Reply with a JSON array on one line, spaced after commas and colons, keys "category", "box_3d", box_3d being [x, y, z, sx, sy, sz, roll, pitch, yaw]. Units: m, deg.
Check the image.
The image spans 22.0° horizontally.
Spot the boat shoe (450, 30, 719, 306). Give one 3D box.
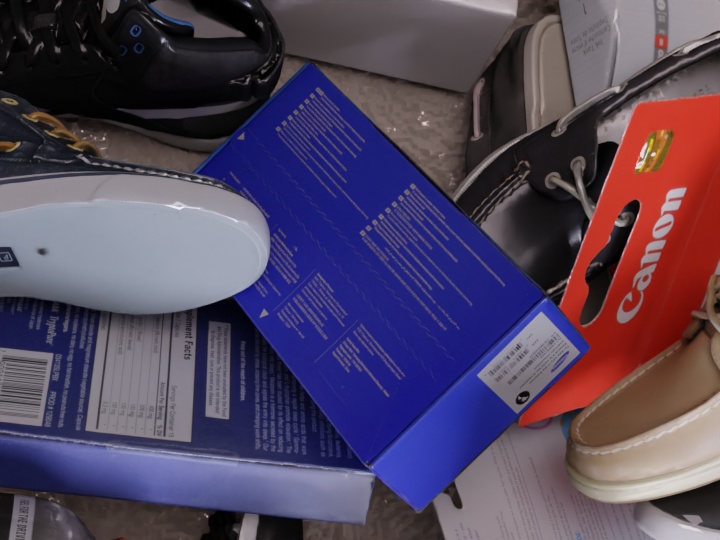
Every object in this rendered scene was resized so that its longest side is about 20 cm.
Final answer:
[{"category": "boat shoe", "box_3d": [0.110, -0.040, 0.797, 0.200, 0.060, 0.074, -33, 93, -16]}]

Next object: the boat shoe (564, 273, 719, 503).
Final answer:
[{"category": "boat shoe", "box_3d": [0.165, 0.023, 0.756, 0.199, 0.072, 0.065, -29, 117, -3]}]

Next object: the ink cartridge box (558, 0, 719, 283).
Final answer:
[{"category": "ink cartridge box", "box_3d": [0.174, -0.082, 0.886, 0.162, 0.050, 0.201, 5, 67, -34]}]

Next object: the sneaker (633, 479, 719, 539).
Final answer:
[{"category": "sneaker", "box_3d": [0.199, 0.062, 0.795, 0.199, 0.071, 0.100, -7, 114, -34]}]

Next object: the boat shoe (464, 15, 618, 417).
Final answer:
[{"category": "boat shoe", "box_3d": [0.080, -0.022, 0.863, 0.067, 0.057, 0.201, 19, 64, -27]}]

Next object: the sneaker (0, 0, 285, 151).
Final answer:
[{"category": "sneaker", "box_3d": [-0.131, -0.112, 0.817, 0.199, 0.112, 0.073, 5, 68, -13]}]

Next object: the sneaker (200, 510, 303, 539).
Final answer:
[{"category": "sneaker", "box_3d": [-0.028, 0.185, 0.773, 0.090, 0.070, 0.201, 9, 75, -16]}]

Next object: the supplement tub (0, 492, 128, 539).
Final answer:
[{"category": "supplement tub", "box_3d": [-0.184, 0.142, 0.716, 0.199, 0.123, 0.123, 8, 71, -10]}]

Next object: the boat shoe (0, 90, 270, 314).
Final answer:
[{"category": "boat shoe", "box_3d": [-0.133, -0.037, 0.782, 0.199, 0.071, 0.091, 0, 48, 8]}]

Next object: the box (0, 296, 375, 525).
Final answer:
[{"category": "box", "box_3d": [-0.063, 0.053, 0.781, 0.199, 0.033, 0.121, 6, 31, -6]}]

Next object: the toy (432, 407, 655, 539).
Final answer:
[{"category": "toy", "box_3d": [0.115, 0.110, 0.832, 0.199, 0.047, 0.115, 2, 47, -21]}]

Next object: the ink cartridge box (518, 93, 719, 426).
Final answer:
[{"category": "ink cartridge box", "box_3d": [0.173, 0.000, 0.800, 0.199, 0.161, 0.047, -8, 37, -39]}]

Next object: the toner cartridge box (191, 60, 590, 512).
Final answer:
[{"category": "toner cartridge box", "box_3d": [0.000, 0.000, 0.767, 0.095, 0.043, 0.200, -42, 44, 1]}]

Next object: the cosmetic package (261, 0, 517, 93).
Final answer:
[{"category": "cosmetic package", "box_3d": [-0.026, -0.166, 0.875, 0.199, 0.085, 0.108, 10, 67, -9]}]
